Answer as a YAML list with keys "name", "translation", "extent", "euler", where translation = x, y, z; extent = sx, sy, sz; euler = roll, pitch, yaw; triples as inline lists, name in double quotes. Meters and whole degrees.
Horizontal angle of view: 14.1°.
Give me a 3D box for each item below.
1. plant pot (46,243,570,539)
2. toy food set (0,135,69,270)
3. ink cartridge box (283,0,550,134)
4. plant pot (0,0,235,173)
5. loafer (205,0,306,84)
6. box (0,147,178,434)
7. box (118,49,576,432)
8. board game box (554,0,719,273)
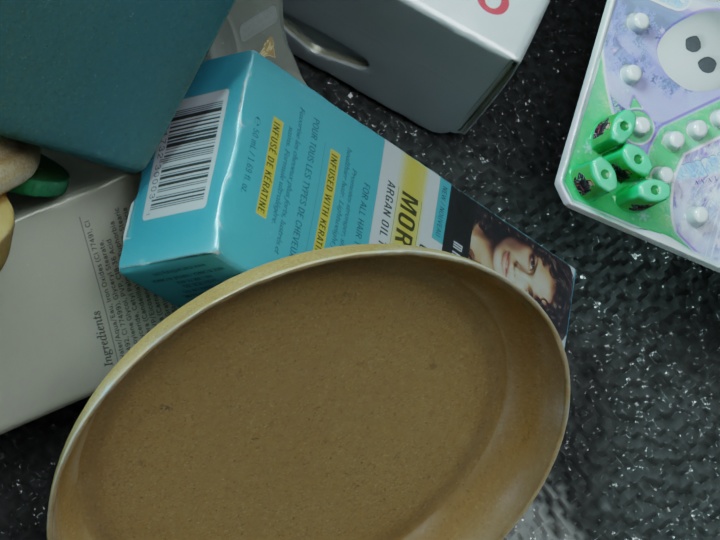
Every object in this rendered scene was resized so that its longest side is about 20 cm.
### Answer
- name: "plant pot"
  translation: [-0.021, 0.064, 1.051]
  extent: [0.200, 0.200, 0.027]
  euler: [-10, 43, -20]
- name: "toy food set"
  translation: [-0.205, -0.038, 1.024]
  extent: [0.200, 0.198, 0.049]
  euler: [5, 107, 6]
- name: "ink cartridge box"
  translation: [0.029, -0.178, 1.204]
  extent: [0.145, 0.088, 0.200]
  euler: [29, 66, -5]
- name: "plant pot"
  translation: [-0.152, -0.141, 0.978]
  extent: [0.200, 0.141, 0.141]
  euler: [10, 29, -42]
- name: "loafer"
  translation: [-0.064, -0.102, 1.106]
  extent: [0.070, 0.070, 0.200]
  euler: [-31, 120, -49]
- name: "box"
  translation: [-0.148, 0.017, 1.067]
  extent: [0.200, 0.068, 0.082]
  euler: [-22, 114, -24]
- name: "box"
  translation: [0.000, 0.000, 1.088]
  extent: [0.200, 0.049, 0.082]
  euler: [32, 59, -43]
- name: "board game box"
  translation: [0.194, -0.084, 1.167]
  extent: [0.200, 0.026, 0.200]
  euler: [22, 72, -16]
